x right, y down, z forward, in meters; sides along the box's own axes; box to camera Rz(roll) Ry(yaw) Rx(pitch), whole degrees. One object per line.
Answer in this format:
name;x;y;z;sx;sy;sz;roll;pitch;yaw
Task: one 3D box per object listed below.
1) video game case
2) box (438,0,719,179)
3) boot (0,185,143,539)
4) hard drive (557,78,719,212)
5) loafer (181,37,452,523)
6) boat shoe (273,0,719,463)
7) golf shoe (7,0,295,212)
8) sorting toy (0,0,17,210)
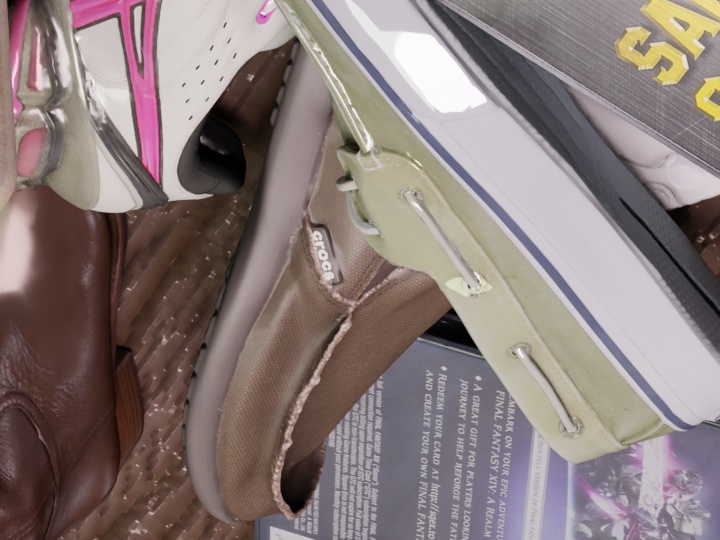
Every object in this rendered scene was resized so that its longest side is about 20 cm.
video game case;0.060;0.081;0.889;0.199;0.019;0.143;15;133;14
box;0.110;-0.120;0.623;0.158;0.048;0.200;31;119;-11
boot;-0.134;0.055;0.838;0.064;0.200;0.187;2;128;25
hard drive;0.076;-0.114;0.702;0.139;0.038;0.200;-19;116;37
loafer;0.000;0.000;0.800;0.071;0.073;0.200;20;126;4
boat shoe;0.027;-0.023;0.719;0.062;0.072;0.200;-33;112;18
golf shoe;-0.056;-0.099;0.770;0.092;0.073;0.200;6;136;-11
sorting toy;-0.149;-0.037;0.799;0.036;0.186;0.200;14;141;-30
